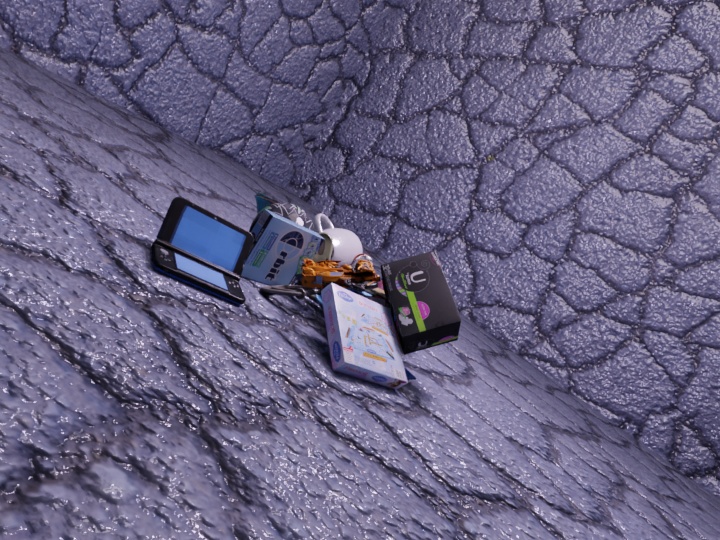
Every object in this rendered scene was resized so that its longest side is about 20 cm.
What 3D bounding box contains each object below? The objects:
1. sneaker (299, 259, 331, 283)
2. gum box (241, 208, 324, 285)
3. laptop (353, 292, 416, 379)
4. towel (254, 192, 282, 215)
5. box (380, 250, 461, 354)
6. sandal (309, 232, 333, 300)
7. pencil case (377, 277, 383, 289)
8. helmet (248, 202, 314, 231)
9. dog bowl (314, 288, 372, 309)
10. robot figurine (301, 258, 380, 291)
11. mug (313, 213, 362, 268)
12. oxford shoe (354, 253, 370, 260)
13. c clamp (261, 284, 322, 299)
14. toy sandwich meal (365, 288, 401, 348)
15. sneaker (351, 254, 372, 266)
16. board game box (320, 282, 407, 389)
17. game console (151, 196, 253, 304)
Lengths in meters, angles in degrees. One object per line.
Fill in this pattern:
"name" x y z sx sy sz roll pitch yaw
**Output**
"sneaker" -0.083 0.026 1.598 0.199 0.107 0.075 29 -8 -24
"gum box" -0.207 -0.046 1.371 0.045 0.171 0.200 39 11 37
"laptop" 0.044 0.157 1.296 0.115 0.202 0.187 -3 -11 37
"towel" -0.261 -0.132 1.666 0.146 0.201 0.022 25 46 25
"box" 0.145 0.080 1.329 0.125 0.147 0.201 79 -5 -60
"sandal" -0.119 -0.015 1.526 0.079 0.203 0.057 6 -14 -9
"pencil case" 0.123 0.104 1.602 0.082 0.087 0.200 -17 53 -27
"helmet" -0.221 -0.095 1.511 0.199 0.192 0.200 28 6 -3
"dog bowl" -0.042 0.080 1.428 0.200 0.112 0.050 36 -4 26
"robot figurine" -0.047 0.010 1.349 0.198 0.059 0.145 1 19 -6
"mug" -0.098 -0.085 1.710 0.175 0.147 0.201 -6 76 -70
"oxford shoe" 0.011 0.044 1.665 0.071 0.073 0.201 2 49 1
"c clamp" -0.144 0.049 1.340 0.170 0.027 0.200 10 5 23
"toy sandwich meal" 0.064 0.128 1.495 0.205 0.070 0.205 35 -19 14
"sneaker" 0.000 0.000 1.529 0.075 0.087 0.200 32 -11 -6
"board game box" 0.008 0.147 1.195 0.199 0.041 0.201 27 39 -39
"game console" -0.315 -0.042 1.120 0.199 0.119 0.171 27 9 -30
